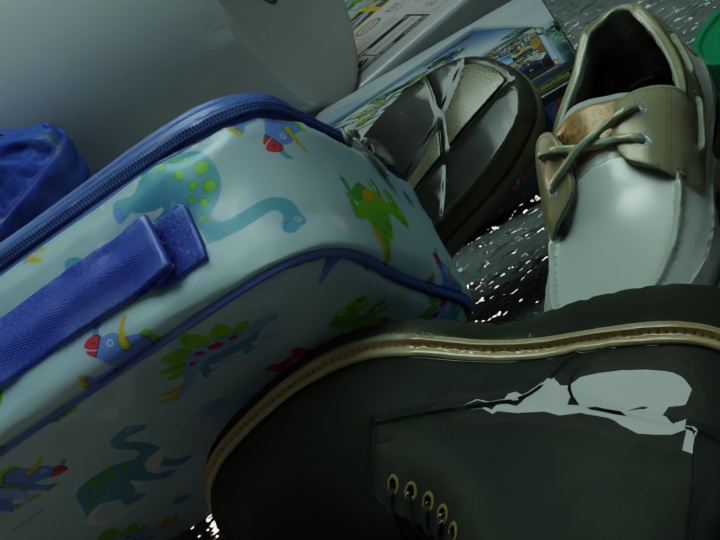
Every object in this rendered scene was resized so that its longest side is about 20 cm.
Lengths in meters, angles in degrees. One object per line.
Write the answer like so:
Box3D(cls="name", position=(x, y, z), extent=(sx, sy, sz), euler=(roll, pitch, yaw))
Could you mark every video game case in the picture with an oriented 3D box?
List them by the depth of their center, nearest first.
Box3D(cls="video game case", position=(0.026, -0.146, 1.273), extent=(0.200, 0.023, 0.182), euler=(-42, 23, -20))

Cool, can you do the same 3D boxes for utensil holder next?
Box3D(cls="utensil holder", position=(-0.125, -0.101, 1.161), extent=(0.200, 0.170, 0.170), euler=(-27, 22, 23))

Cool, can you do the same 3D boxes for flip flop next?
Box3D(cls="flip flop", position=(0.000, 0.000, 0.931), extent=(0.200, 0.058, 0.081), euler=(-45, 52, 14))

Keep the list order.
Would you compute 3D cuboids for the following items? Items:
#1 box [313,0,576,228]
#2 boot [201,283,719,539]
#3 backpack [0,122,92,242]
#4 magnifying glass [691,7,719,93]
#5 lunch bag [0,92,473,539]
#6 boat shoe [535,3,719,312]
Box3D(cls="box", position=(0.009, -0.041, 1.046), extent=(0.200, 0.038, 0.137), euler=(-30, 21, 6))
Box3D(cls="boot", position=(0.024, 0.080, 0.726), extent=(0.200, 0.078, 0.138), euler=(-21, 29, 30))
Box3D(cls="backpack", position=(-0.188, 0.016, 1.024), extent=(0.162, 0.168, 0.200), euler=(-7, 28, 35))
Box3D(cls="magnifying glass", position=(0.224, -0.132, 0.978), extent=(0.200, 0.022, 0.080), euler=(-33, 21, 2))
Box3D(cls="lunch bag", position=(-0.071, 0.026, 0.829), extent=(0.200, 0.083, 0.161), euler=(-35, -22, 16))
Box3D(cls="boat shoe", position=(0.092, -0.029, 0.865), extent=(0.075, 0.068, 0.200), euler=(-24, 23, 20))
